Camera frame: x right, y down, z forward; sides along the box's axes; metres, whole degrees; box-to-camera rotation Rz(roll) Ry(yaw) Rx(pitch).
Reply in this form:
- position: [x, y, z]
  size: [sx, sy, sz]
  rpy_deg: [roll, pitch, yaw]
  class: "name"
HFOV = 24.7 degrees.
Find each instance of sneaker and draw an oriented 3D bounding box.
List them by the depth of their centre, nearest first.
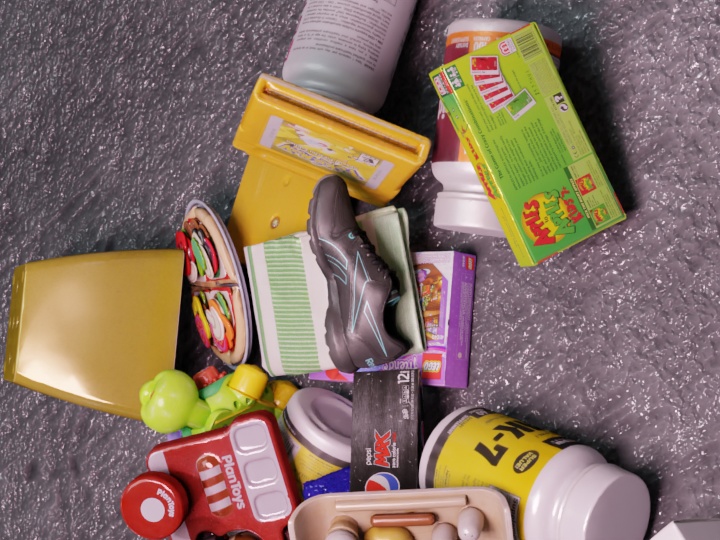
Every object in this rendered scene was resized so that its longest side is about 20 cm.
- position: [0.000, 0.000, 1.647]
  size: [0.079, 0.075, 0.201]
  rpy_deg: [-9, 93, 22]
  class: "sneaker"

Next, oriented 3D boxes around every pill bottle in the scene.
- position: [0.160, 0.203, 1.517]
  size: [0.200, 0.114, 0.115]
  rpy_deg: [17, 96, 45]
  class: "pill bottle"
- position: [0.129, -0.136, 1.599]
  size: [0.114, 0.114, 0.201]
  rpy_deg: [4, 87, 45]
  class: "pill bottle"
- position: [-0.016, -0.232, 1.728]
  size: [0.113, 0.113, 0.201]
  rpy_deg: [4, 70, 45]
  class: "pill bottle"
- position: [-0.069, 0.232, 1.744]
  size: [0.111, 0.111, 0.200]
  rpy_deg: [50, 118, 38]
  class: "pill bottle"

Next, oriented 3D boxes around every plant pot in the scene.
- position: [-0.319, 0.070, 1.924]
  size: [0.200, 0.176, 0.201]
  rpy_deg: [173, 102, -73]
  class: "plant pot"

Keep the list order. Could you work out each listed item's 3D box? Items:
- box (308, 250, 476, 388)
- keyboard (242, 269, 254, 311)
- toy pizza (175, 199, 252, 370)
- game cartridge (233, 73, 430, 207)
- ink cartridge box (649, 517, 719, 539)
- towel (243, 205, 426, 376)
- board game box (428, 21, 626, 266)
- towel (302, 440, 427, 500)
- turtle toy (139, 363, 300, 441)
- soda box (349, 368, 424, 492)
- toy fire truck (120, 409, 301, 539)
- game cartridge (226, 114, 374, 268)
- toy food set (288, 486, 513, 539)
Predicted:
- position: [0.031, 0.051, 1.723]
  size: [0.200, 0.039, 0.137]
  rpy_deg: [0, 83, 45]
  class: "box"
- position: [-0.101, -0.016, 1.880]
  size: [0.200, 0.021, 0.128]
  rpy_deg: [0, 84, 44]
  class: "keyboard"
- position: [-0.172, 0.019, 1.871]
  size: [0.200, 0.032, 0.201]
  rpy_deg: [165, 90, -70]
  class: "toy pizza"
- position: [-0.034, -0.124, 1.645]
  size: [0.200, 0.176, 0.033]
  rpy_deg: [131, 160, -74]
  class: "game cartridge"
- position: [0.261, 0.327, 1.417]
  size: [0.200, 0.084, 0.146]
  rpy_deg: [-49, 53, 29]
  class: "ink cartridge box"
- position: [-0.028, 0.026, 1.710]
  size: [0.199, 0.023, 0.153]
  rpy_deg: [-13, 82, 31]
  class: "towel"
- position: [0.154, -0.115, 1.521]
  size: [0.201, 0.101, 0.048]
  rpy_deg: [64, 170, -4]
  class: "board game box"
- position: [0.041, 0.267, 1.611]
  size: [0.050, 0.147, 0.200]
  rpy_deg: [89, 159, -53]
  class: "towel"
- position: [-0.160, 0.162, 1.788]
  size: [0.101, 0.200, 0.146]
  rpy_deg: [21, 83, 33]
  class: "turtle toy"
- position: [0.026, 0.195, 1.599]
  size: [0.070, 0.063, 0.201]
  rpy_deg: [-3, 52, 7]
  class: "soda box"
- position: [-0.136, 0.254, 1.666]
  size: [0.167, 0.112, 0.201]
  rpy_deg: [-16, 96, 14]
  class: "toy fire truck"
- position: [-0.071, -0.094, 1.827]
  size: [0.176, 0.032, 0.201]
  rpy_deg: [8, 77, 50]
  class: "game cartridge"
- position: [0.043, 0.273, 1.486]
  size: [0.199, 0.060, 0.144]
  rpy_deg: [-3, 118, 10]
  class: "toy food set"
